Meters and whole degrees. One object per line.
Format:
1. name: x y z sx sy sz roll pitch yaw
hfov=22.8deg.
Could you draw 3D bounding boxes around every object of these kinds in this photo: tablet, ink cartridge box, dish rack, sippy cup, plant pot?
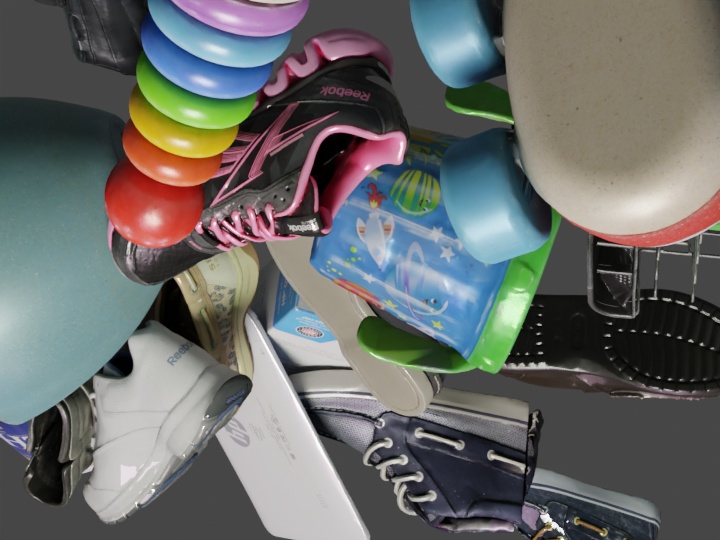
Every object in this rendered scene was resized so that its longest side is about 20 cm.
1. tablet: -0.074 0.113 1.292 0.130 0.014 0.201 -4 117 52
2. ink cartridge box: -0.031 0.047 1.301 0.114 0.068 0.200 17 153 -20
3. dish rack: 0.238 -0.021 1.075 0.198 0.055 0.154 4 155 9
4. sippy cup: 0.044 -0.025 1.057 0.130 0.179 0.140 21 -176 0
5. plant pot: -0.190 -0.025 1.092 0.134 0.201 0.200 -25 148 7

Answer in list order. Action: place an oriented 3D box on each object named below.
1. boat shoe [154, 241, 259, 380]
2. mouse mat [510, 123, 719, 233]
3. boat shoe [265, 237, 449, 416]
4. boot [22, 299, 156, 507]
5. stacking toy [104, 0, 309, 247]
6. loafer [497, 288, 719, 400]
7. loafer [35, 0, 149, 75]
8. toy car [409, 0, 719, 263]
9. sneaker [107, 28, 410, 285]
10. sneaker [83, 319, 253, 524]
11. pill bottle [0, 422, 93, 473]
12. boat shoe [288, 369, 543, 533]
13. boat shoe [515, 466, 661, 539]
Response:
1. boat shoe: -0.115 0.045 1.209 0.073 0.063 0.201 35 142 24
2. mouse mat: 0.188 -0.064 1.072 0.198 0.008 0.161 7 155 6
3. boat shoe: 0.000 0.000 1.166 0.072 0.063 0.201 -6 122 49
4. boot: -0.182 0.061 1.229 0.067 0.131 0.201 17 124 11
5. stacking toy: -0.088 -0.094 0.914 0.085 0.086 0.201 16 127 -15
6. loafer: 0.178 0.053 1.261 0.199 0.074 0.071 8 165 14
7. loafer: -0.144 -0.158 0.905 0.070 0.069 0.201 -5 157 6
8. toy car: 0.154 -0.083 0.876 0.183 0.178 0.200 -19 158 25
9. sneaker: -0.055 -0.046 0.995 0.200 0.096 0.079 -37 142 13
10. sneaker: -0.143 0.099 1.188 0.087 0.074 0.200 44 135 4
11. pill bottle: -0.252 0.066 1.353 0.119 0.120 0.200 -1 153 19
12. boat shoe: 0.032 0.132 1.274 0.198 0.093 0.075 8 156 -4
13. boat shoe: 0.178 0.237 1.610 0.199 0.091 0.071 14 154 -12
